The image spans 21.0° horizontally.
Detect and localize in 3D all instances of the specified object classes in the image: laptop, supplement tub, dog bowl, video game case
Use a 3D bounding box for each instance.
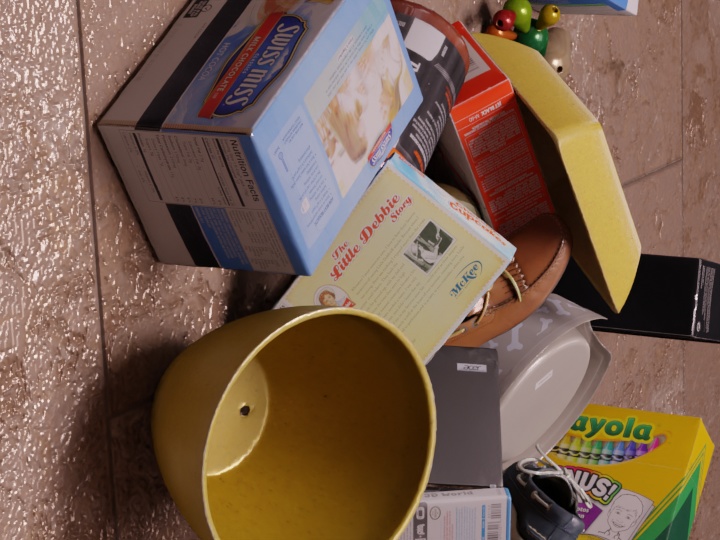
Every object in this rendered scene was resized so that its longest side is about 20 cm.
[{"bbox_3d":[0.016,0.168,1.538,0.103,0.176,0.201,-102,-163,-62],"label":"laptop"},{"bbox_3d":[0.007,-0.108,1.509,0.107,0.107,0.201,58,46,-46],"label":"supplement tub"},{"bbox_3d":[0.144,0.107,1.746,0.200,0.059,0.200,-38,152,-25],"label":"dog bowl"},{"bbox_3d":[0.016,0.239,1.502,0.018,0.199,0.144,-106,-166,-65],"label":"video game case"}]

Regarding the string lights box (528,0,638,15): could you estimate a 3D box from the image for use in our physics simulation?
[{"bbox_3d":[0.171,-0.281,1.764,0.200,0.102,0.059,12,85,-60],"label":"string lights box"}]

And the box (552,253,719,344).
[{"bbox_3d":[0.252,0.023,1.854,0.141,0.199,0.079,15,81,-60],"label":"box"}]

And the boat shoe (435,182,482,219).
[{"bbox_3d":[0.084,0.011,1.702,0.066,0.072,0.201,-49,139,-26],"label":"boat shoe"}]

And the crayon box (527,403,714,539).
[{"bbox_3d":[0.211,0.213,1.813,0.058,0.199,0.173,52,51,-50],"label":"crayon box"}]

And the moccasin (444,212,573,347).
[{"bbox_3d":[0.089,0.017,1.621,0.078,0.201,0.074,49,13,-48],"label":"moccasin"}]

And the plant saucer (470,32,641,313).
[{"bbox_3d":[0.175,-0.093,1.653,0.200,0.048,0.200,65,-3,-37],"label":"plant saucer"}]

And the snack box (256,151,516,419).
[{"bbox_3d":[0.008,0.026,1.429,0.200,0.116,0.037,-51,-179,18],"label":"snack box"}]

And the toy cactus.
[{"bbox_3d":[0.172,-0.180,1.808,0.201,0.102,0.165,66,31,-27],"label":"toy cactus"}]

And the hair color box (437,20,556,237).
[{"bbox_3d":[0.109,-0.102,1.671,0.064,0.111,0.200,-27,130,-5],"label":"hair color box"}]

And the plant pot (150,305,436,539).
[{"bbox_3d":[-0.066,0.112,1.359,0.199,0.142,0.201,-9,105,-37],"label":"plant pot"}]

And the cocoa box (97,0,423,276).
[{"bbox_3d":[-0.064,-0.112,1.363,0.200,0.131,0.134,-58,141,-37],"label":"cocoa box"}]

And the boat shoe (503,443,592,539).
[{"bbox_3d":[0.159,0.199,1.669,0.062,0.075,0.200,-53,-177,11],"label":"boat shoe"}]
